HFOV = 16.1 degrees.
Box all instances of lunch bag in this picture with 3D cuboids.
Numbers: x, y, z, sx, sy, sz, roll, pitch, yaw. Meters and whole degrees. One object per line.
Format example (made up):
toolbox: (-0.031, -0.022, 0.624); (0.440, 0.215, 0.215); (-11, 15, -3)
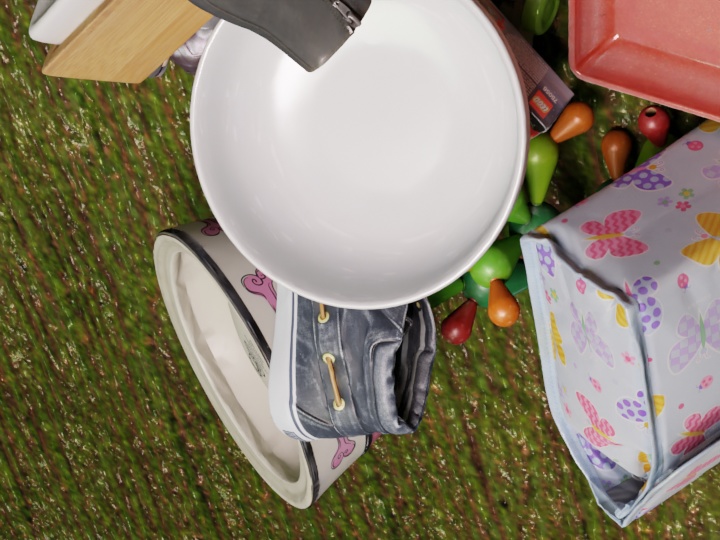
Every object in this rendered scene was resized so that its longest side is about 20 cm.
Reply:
lunch bag: (0.199, 0.036, 1.470); (0.127, 0.169, 0.201); (39, 151, 42)

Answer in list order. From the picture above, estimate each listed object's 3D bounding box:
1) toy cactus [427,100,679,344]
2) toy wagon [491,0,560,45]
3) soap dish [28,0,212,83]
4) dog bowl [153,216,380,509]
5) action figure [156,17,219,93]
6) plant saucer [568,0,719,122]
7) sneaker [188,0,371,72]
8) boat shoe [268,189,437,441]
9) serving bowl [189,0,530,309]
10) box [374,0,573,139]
toy cactus: (0.123, -0.012, 1.545); (0.102, 0.200, 0.165); (55, -172, 34)
toy wagon: (0.045, -0.172, 1.508); (0.154, 0.040, 0.201); (23, 138, 20)
soap dish: (-0.107, -0.214, 1.475); (0.081, 0.201, 0.157); (30, 145, -19)
dog bowl: (-0.053, 0.048, 1.635); (0.201, 0.073, 0.201); (53, 162, 26)
action figure: (-0.086, -0.119, 1.632); (0.129, 0.070, 0.201); (9, 141, 17)
plant saucer: (0.209, -0.166, 1.384); (0.199, 0.037, 0.201); (19, 137, 23)
sneaker: (-0.022, -0.212, 1.372); (0.106, 0.201, 0.075); (34, 168, -24)
boat shoe: (0.000, 0.000, 1.506); (0.090, 0.071, 0.202); (-2, 85, 32)
serving bowl: (0.006, -0.083, 1.440); (0.198, 0.066, 0.202); (3, 101, 18)
box: (0.013, -0.140, 1.500); (0.200, 0.040, 0.137); (47, 142, -10)
